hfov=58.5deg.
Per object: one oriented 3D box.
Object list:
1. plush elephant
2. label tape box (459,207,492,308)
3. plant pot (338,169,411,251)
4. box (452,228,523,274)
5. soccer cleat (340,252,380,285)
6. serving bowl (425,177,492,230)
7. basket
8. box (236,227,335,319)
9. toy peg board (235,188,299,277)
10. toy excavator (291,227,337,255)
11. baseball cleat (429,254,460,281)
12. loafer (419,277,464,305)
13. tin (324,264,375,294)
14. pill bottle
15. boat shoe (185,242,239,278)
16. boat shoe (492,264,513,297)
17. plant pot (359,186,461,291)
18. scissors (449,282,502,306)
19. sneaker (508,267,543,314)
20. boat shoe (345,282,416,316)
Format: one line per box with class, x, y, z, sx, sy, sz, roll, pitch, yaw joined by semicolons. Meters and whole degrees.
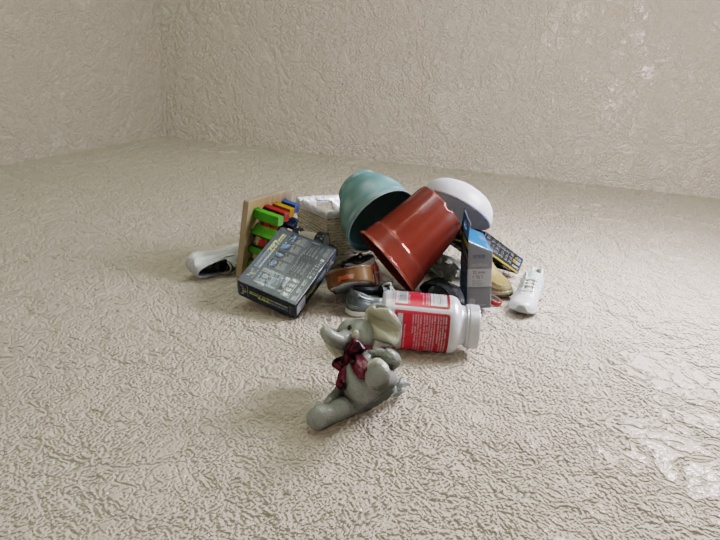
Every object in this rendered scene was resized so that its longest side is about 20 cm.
plush elephant;-0.007;0.141;1.049;0.198;0.164;0.157;3;51;-57
label tape box;0.276;-0.032;1.535;0.064;0.206;0.144;1;19;2
plant pot;0.023;-0.171;1.648;0.196;0.203;0.136;-10;52;-36
box;0.330;-0.062;1.761;0.198;0.050;0.158;28;-4;-42
soccer cleat;0.000;0.000;1.665;0.067;0.075;0.199;-26;9;-15
serving bowl;0.254;-0.180;1.639;0.196;0.067;0.200;28;-9;5
basket;-0.065;-0.119;1.825;0.193;0.166;0.199;-8;22;-31
box;-0.166;0.002;1.469;0.154;0.052;0.202;21;47;15
toy peg board;-0.215;-0.086;1.648;0.096;0.206;0.198;19;22;22
toy excavator;-0.153;-0.012;1.610;0.097;0.205;0.195;10;-22;23
baseball cleat;0.218;-0.023;1.742;0.105;0.072;0.197;-13;24;-41
loafer;0.190;0.064;1.493;0.068;0.070;0.201;-8;15;-10
tin;-0.021;0.023;1.485;0.108;0.043;0.200;-7;-8;5
pill bottle;0.137;0.104;1.282;0.193;0.116;0.113;5;18;3
boat shoe;-0.346;-0.021;1.640;0.197;0.073;0.068;-6;41;-47
boat shoe;0.327;0.006;1.669;0.070;0.079;0.199;-5;21;-25
plant pot;0.132;-0.085;1.571;0.195;0.202;0.201;-42;27;-3
scissors;0.278;0.053;1.627;0.071;0.014;0.199;-9;21;-24
sneaker;0.406;0.047;1.562;0.068;0.083;0.200;12;22;20
boat shoe;0.058;0.062;1.472;0.194;0.064;0.073;-4;20;-22
